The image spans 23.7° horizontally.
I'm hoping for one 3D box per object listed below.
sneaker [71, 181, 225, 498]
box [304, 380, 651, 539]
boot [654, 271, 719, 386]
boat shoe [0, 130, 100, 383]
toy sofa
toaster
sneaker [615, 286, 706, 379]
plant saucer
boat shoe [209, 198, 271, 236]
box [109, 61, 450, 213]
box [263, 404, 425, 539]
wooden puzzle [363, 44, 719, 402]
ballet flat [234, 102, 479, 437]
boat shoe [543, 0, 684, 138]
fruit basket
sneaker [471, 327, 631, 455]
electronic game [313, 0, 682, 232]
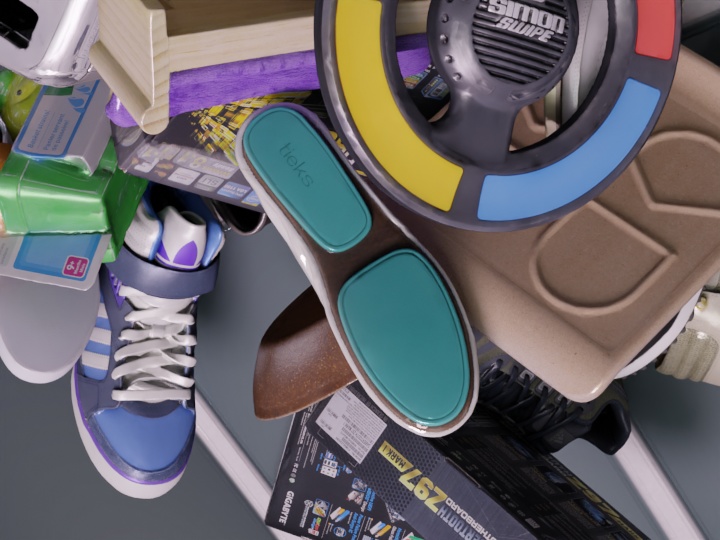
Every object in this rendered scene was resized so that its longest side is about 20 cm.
[{"bbox_3d":[-0.132,0.028,1.094,0.081,0.200,0.146,4,150,-21],"label":"sneaker"},{"bbox_3d":[0.082,0.137,1.035,0.200,0.158,0.051,41,106,24],"label":"box"},{"bbox_3d":[0.275,0.013,1.046,0.155,0.072,0.200,20,131,4],"label":"boot"},{"bbox_3d":[-0.209,-0.008,1.109,0.069,0.200,0.057,9,142,-22],"label":"boat shoe"},{"bbox_3d":[-0.030,-0.115,0.866,0.200,0.083,0.098,-12,125,-24],"label":"toy sofa"},{"bbox_3d":[-0.187,-0.188,0.980,0.200,0.129,0.114,35,116,8],"label":"toaster"},{"bbox_3d":[0.172,-0.026,1.017,0.090,0.070,0.200,25,113,-31],"label":"sneaker"},{"bbox_3d":[0.008,0.014,1.026,0.200,0.200,0.037,-30,100,32],"label":"plant saucer"},{"bbox_3d":[-0.084,-0.113,1.070,0.067,0.057,0.200,-5,123,19],"label":"boat shoe"},{"bbox_3d":[-0.021,-0.098,1.009,0.200,0.049,0.161,16,137,-39],"label":"box"},{"bbox_3d":[0.028,0.127,1.215,0.159,0.046,0.200,18,127,3],"label":"box"},{"bbox_3d":[0.121,-0.042,0.941,0.185,0.200,0.046,37,164,28],"label":"wooden puzzle"},{"bbox_3d":[0.000,0.000,0.911,0.069,0.069,0.200,-40,77,35],"label":"ballet flat"},{"bbox_3d":[0.141,-0.157,0.908,0.068,0.075,0.200,10,88,11],"label":"boat shoe"},{"bbox_3d":[-0.231,-0.081,1.059,0.200,0.185,0.094,14,143,5],"label":"fruit basket"},{"bbox_3d":[0.106,0.070,1.067,0.200,0.081,0.074,9,138,-42],"label":"sneaker"},{"bbox_3d":[0.070,-0.117,0.829,0.200,0.042,0.200,-5,102,-24],"label":"electronic game"}]
